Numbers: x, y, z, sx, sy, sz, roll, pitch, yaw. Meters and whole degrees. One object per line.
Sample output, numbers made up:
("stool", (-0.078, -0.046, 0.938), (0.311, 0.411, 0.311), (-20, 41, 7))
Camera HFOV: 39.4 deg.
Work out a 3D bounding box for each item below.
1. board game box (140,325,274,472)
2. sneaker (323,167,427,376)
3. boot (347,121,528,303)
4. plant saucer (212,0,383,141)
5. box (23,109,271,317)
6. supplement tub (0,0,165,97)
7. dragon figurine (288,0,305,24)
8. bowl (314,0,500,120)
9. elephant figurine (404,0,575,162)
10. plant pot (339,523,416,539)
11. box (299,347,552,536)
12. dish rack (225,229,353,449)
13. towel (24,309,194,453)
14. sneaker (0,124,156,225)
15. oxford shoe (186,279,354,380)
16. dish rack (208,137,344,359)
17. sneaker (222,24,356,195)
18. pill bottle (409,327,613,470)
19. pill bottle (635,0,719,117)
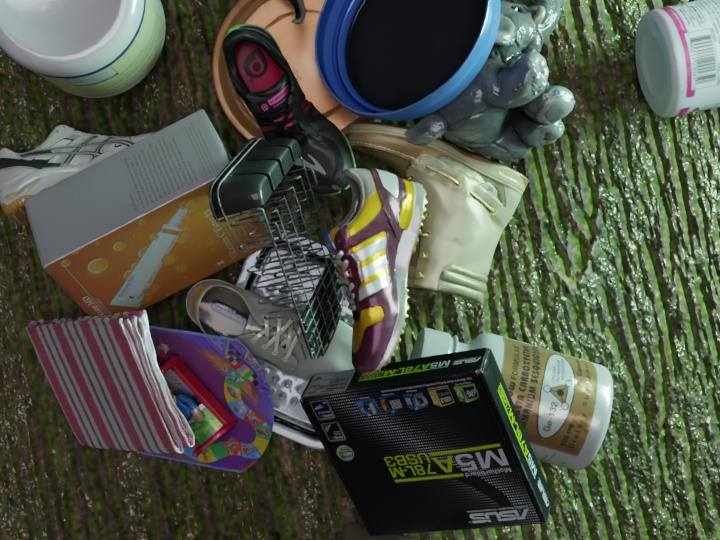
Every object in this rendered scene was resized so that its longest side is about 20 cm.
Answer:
("board game box", (-0.187, 0.139, 1.023), (0.200, 0.039, 0.158), (7, 114, 18))
("sneaker", (0.000, 0.000, 0.975), (0.090, 0.075, 0.200), (14, 77, -19))
("boot", (0.062, -0.060, 1.056), (0.200, 0.073, 0.156), (19, 91, -14))
("plant saucer", (-0.058, -0.216, 1.071), (0.200, 0.032, 0.201), (0, 91, -2))
("box", (-0.209, -0.049, 1.007), (0.200, 0.124, 0.098), (-28, 54, -1))
("supplement tub", (-0.269, -0.247, 0.976), (0.145, 0.200, 0.145), (0, 91, -3))
("dragon figurine", (-0.099, -0.329, 1.034), (0.099, 0.059, 0.200), (-1, 74, 0))
("bowl", (0.046, -0.240, 0.986), (0.200, 0.039, 0.201), (-11, 71, 33))
("elephant figurine", (0.135, -0.220, 1.034), (0.155, 0.141, 0.200), (19, 50, -37))
("plant pot", (0.056, 0.397, 1.016), (0.200, 0.177, 0.200), (15, 91, -2))
("box", (0.066, 0.177, 1.002), (0.200, 0.048, 0.193), (-11, 115, 26))
("dish rack", (-0.064, 0.072, 1.071), (0.171, 0.044, 0.200), (24, 90, -3))
("towel", (-0.251, 0.111, 1.002), (0.030, 0.200, 0.146), (-31, 108, -43))
("sneaker", (-0.280, -0.121, 1.043), (0.200, 0.076, 0.088), (-19, 69, -13))
("oxford shoe", (-0.085, 0.065, 1.021), (0.200, 0.058, 0.075), (23, 89, -4))
("dish rack", (-0.069, -0.019, 0.961), (0.054, 0.153, 0.200), (-10, 114, 18))
("sneaker", (-0.080, -0.157, 1.010), (0.077, 0.084, 0.200), (-37, 91, 12))
("pill bottle", (0.149, 0.128, 1.045), (0.200, 0.114, 0.114), (16, 91, -2))
("pill bottle", (0.400, -0.233, 1.048), (0.200, 0.113, 0.114), (-11, 92, -2))
